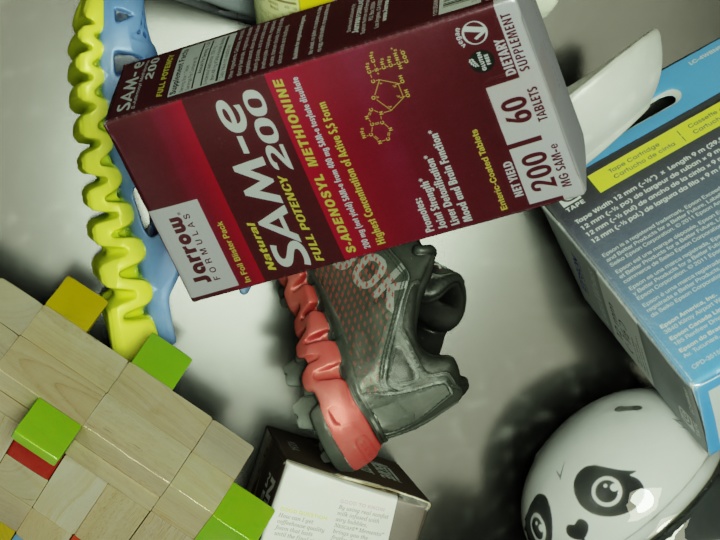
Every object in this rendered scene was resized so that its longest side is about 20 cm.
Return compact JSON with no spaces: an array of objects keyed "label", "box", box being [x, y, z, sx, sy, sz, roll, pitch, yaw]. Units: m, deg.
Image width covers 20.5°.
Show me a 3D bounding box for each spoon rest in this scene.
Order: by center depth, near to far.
[{"label":"spoon rest","box":[0.076,-0.059,1.020,0.061,0.099,0.200,47,118,1]}]

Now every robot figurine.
[{"label":"robot figurine","box":[0.174,0.156,1.048,0.150,0.125,0.200,-42,98,-8]}]

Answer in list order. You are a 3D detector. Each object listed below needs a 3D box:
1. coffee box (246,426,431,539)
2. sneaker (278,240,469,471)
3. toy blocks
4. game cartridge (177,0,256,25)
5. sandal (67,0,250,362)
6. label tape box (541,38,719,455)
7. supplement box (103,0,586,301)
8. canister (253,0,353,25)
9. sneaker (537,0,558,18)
[{"label":"coffee box","box":[-0.038,0.192,1.034,0.080,0.113,0.200,18,93,-8]},{"label":"sneaker","box":[0.000,0.000,1.010,0.098,0.071,0.201,-20,60,6]},{"label":"toy blocks","box":[-0.152,0.099,1.007,0.200,0.100,0.137,34,133,-2]},{"label":"game cartridge","box":[-0.071,-0.195,0.965,0.041,0.200,0.133,7,91,18]},{"label":"sandal","box":[-0.104,-0.055,1.031,0.087,0.079,0.200,-10,104,-9]},{"label":"label tape box","box":[0.187,-0.019,1.036,0.143,0.200,0.066,-29,134,-5]},{"label":"supplement box","box":[-0.005,-0.066,0.929,0.200,0.061,0.109,-16,121,15]},{"label":"canister","box":[0.014,-0.167,0.943,0.148,0.087,0.200,-2,136,2]},{"label":"sneaker","box":[0.060,-0.236,1.030,0.111,0.077,0.200,7,100,-16]}]
